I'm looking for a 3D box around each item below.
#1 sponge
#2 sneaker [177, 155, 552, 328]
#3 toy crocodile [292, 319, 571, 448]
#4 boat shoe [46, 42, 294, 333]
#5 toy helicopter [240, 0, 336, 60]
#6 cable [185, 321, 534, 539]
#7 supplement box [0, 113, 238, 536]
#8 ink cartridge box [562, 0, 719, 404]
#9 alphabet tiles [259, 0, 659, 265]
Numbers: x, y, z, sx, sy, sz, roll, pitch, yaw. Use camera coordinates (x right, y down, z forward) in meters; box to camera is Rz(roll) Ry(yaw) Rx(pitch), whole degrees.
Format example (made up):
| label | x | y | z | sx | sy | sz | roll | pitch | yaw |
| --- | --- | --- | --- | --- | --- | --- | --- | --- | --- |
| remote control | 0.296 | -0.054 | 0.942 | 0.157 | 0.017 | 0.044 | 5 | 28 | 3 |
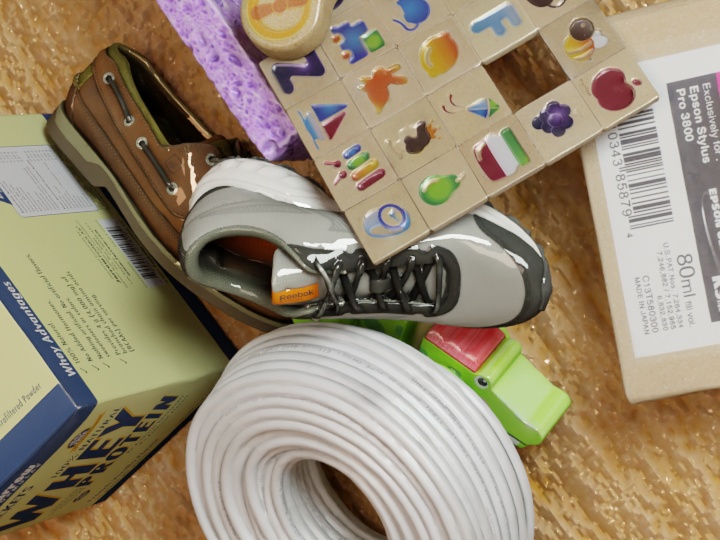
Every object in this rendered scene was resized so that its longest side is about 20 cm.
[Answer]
| label | x | y | z | sx | sy | sz | roll | pitch | yaw |
| --- | --- | --- | --- | --- | --- | --- | --- | --- | --- |
| sponge | -0.076 | -0.149 | 1.313 | 0.030 | 0.111 | 0.201 | -38 | 79 | 19 |
| sneaker | 0.000 | 0.000 | 1.223 | 0.198 | 0.080 | 0.075 | 10 | 124 | 11 |
| toy crocodile | 0.027 | 0.026 | 1.295 | 0.199 | 0.067 | 0.062 | 37 | 138 | 16 |
| boat shoe | -0.096 | -0.048 | 1.351 | 0.200 | 0.072 | 0.068 | 43 | 110 | 15 |
| toy helicopter | 0.020 | -0.183 | 1.224 | 0.132 | 0.079 | 0.200 | 43 | 92 | 15 |
| cable | -0.003 | 0.121 | 1.287 | 0.200 | 0.069 | 0.201 | 39 | 138 | 11 |
| supplement box | -0.206 | 0.029 | 1.335 | 0.134 | 0.199 | 0.200 | -43 | 77 | 20 |
| ink cartridge box | 0.203 | -0.044 | 1.221 | 0.163 | 0.075 | 0.202 | -12 | 88 | 25 |
| alphabet tiles | 0.033 | -0.123 | 1.227 | 0.166 | 0.008 | 0.201 | -30 | 65 | -1 |
